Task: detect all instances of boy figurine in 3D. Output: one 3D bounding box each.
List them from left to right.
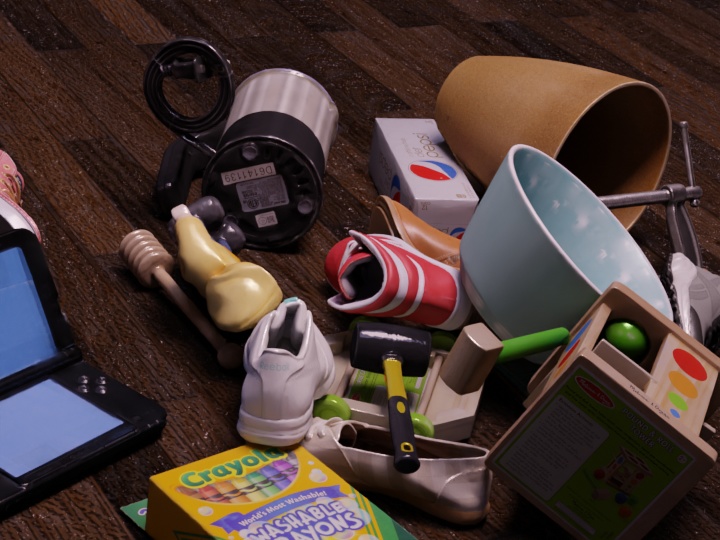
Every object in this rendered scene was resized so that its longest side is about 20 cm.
[{"bbox_3d":[-0.120,-0.004,1.543,0.064,0.125,0.200,-38,23,-2],"label":"boy figurine"}]

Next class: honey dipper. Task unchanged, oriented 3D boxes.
[{"bbox_3d":[-0.156,0.028,1.561,0.038,0.038,0.200,-8,35,-30],"label":"honey dipper"}]

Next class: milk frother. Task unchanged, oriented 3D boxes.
[{"bbox_3d":[-0.114,-0.153,1.742,0.179,0.201,0.188,4,26,1],"label":"milk frother"}]

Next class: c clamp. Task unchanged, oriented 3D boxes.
[{"bbox_3d":[0.260,-0.044,1.708,0.199,0.172,0.027,-14,-2,-34],"label":"c clamp"}]

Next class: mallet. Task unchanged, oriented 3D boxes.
[{"bbox_3d":[0.038,0.099,1.376,0.065,0.041,0.200,5,25,-13],"label":"mallet"}]

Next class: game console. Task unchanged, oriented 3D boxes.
[{"bbox_3d":[-0.267,0.073,1.350,0.175,0.117,0.200,25,32,31],"label":"game console"}]

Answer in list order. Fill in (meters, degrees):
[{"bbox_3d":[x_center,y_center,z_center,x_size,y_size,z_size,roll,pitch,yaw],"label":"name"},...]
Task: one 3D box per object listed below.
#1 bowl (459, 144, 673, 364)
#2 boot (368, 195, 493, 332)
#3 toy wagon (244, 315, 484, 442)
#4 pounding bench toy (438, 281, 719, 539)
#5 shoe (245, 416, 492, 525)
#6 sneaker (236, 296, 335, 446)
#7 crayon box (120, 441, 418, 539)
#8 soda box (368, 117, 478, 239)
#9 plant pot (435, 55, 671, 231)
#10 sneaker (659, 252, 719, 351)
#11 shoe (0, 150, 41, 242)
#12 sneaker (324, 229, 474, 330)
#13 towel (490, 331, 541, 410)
[{"bbox_3d":[0.159,0.004,1.503,0.201,0.105,0.201,40,22,-20],"label":"bowl"},{"bbox_3d":[0.101,-0.004,1.663,0.154,0.074,0.200,-2,35,-25],"label":"boot"},{"bbox_3d":[0.001,0.090,1.479,0.199,0.040,0.155,12,27,8],"label":"toy wagon"},{"bbox_3d":[0.167,0.087,1.359,0.200,0.124,0.156,38,30,1],"label":"pounding bench toy"},{"bbox_3d":[0.008,0.138,1.369,0.199,0.054,0.070,15,28,12],"label":"shoe"},{"bbox_3d":[-0.055,0.057,1.382,0.075,0.089,0.200,4,20,-1],"label":"sneaker"},{"bbox_3d":[-0.064,0.183,1.266,0.125,0.052,0.200,-15,35,-38],"label":"crayon box"},{"bbox_3d":[0.061,-0.087,1.812,0.068,0.064,0.200,1,27,-13],"label":"soda box"},{"bbox_3d":[0.175,-0.137,1.776,0.186,0.187,0.200,-16,37,-39],"label":"plant pot"},{"bbox_3d":[0.300,0.045,1.580,0.079,0.074,0.200,18,27,4],"label":"sneaker"},{"bbox_3d":[-0.338,-0.065,1.643,0.199,0.072,0.091,25,36,37],"label":"shoe"},{"bbox_3d":[0.000,0.000,1.555,0.112,0.072,0.200,14,2,-36],"label":"sneaker"},{"bbox_3d":[0.207,0.087,1.564,0.199,0.022,0.147,-6,31,-30],"label":"towel"}]
